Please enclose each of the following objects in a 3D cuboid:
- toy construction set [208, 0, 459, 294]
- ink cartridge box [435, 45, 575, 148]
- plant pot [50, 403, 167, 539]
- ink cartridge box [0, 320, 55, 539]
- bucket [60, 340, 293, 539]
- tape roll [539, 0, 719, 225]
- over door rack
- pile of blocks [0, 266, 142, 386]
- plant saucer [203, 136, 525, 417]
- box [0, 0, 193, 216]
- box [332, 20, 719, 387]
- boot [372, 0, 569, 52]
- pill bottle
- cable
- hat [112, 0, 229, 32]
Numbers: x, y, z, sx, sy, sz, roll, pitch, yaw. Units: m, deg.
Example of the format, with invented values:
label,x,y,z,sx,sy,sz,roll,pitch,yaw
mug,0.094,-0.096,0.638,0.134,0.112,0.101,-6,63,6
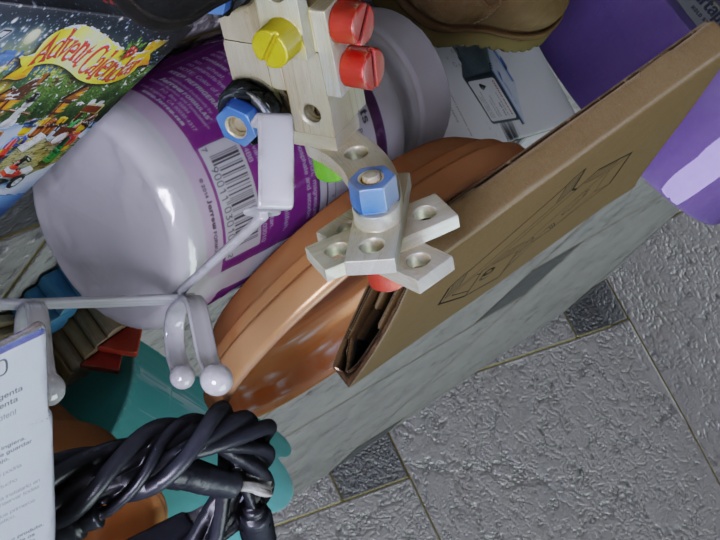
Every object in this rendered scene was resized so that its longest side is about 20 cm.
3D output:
label,x,y,z,sx,sy,sz,roll,pitch,yaw
toy construction set,-0.005,-0.093,0.713,0.092,0.130,0.201,-35,130,-52
ink cartridge box,0.019,-0.075,1.050,0.146,0.086,0.200,-31,176,31
plant pot,-0.218,0.123,0.909,0.199,0.140,0.201,-30,152,-18
ink cartridge box,-0.200,0.117,0.625,0.196,0.043,0.201,-25,139,-32
bucket,-0.158,0.142,1.104,0.207,0.135,0.208,-33,-149,23
tape roll,0.203,-0.133,1.159,0.085,0.200,0.200,-42,170,22
over door rack,-0.116,0.010,0.665,0.147,0.067,0.200,-2,158,-18
pile of blocks,-0.174,0.044,1.031,0.200,0.062,0.082,-41,170,17
plant saucer,0.000,0.000,0.860,0.200,0.038,0.200,-37,169,-8
box,-0.160,-0.063,0.647,0.136,0.038,0.200,-41,170,19
box,0.079,-0.028,0.853,0.200,0.021,0.164,-36,168,-21
boot,0.116,-0.201,0.931,0.200,0.066,0.175,-45,168,33
pill bottle,-0.050,-0.059,0.849,0.200,0.113,0.112,-29,167,-40
cable,-0.124,0.131,0.812,0.199,0.051,0.164,-19,151,-23
hat,-0.022,-0.164,0.547,0.200,0.081,0.201,-33,170,-7
